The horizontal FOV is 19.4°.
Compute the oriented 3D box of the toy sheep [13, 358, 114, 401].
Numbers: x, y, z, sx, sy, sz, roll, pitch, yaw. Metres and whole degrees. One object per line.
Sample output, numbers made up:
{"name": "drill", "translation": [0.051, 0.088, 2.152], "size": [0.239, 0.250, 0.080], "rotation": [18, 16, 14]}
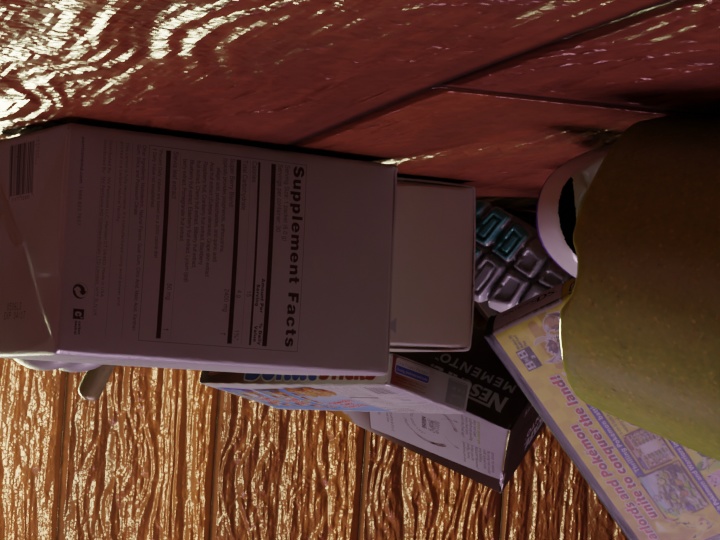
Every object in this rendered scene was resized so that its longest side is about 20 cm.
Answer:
{"name": "toy sheep", "translation": [-0.177, 0.002, 1.265], "size": [0.137, 0.139, 0.199], "rotation": [0, 168, 42]}

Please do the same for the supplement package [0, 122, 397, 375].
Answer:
{"name": "supplement package", "translation": [-0.095, -0.006, 1.148], "size": [0.199, 0.121, 0.121], "rotation": [6, 174, -32]}

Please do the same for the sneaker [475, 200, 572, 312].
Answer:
{"name": "sneaker", "translation": [0.147, 0.023, 1.351], "size": [0.200, 0.078, 0.091], "rotation": [45, -154, 17]}

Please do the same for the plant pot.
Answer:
{"name": "plant pot", "translation": [0.190, 0.016, 0.878], "size": [0.183, 0.202, 0.200], "rotation": [14, -178, 28]}

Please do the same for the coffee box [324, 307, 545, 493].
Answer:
{"name": "coffee box", "translation": [0.039, 0.058, 1.487], "size": [0.199, 0.115, 0.080], "rotation": [24, 143, 18]}

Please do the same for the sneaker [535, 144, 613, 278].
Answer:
{"name": "sneaker", "translation": [0.128, -0.017, 1.079], "size": [0.199, 0.081, 0.146], "rotation": [-1, 176, -39]}

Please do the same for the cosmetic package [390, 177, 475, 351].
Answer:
{"name": "cosmetic package", "translation": [0.000, 0.000, 1.321], "size": [0.071, 0.106, 0.200], "rotation": [3, 178, -22]}

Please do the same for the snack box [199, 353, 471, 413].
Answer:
{"name": "snack box", "translation": [-0.020, 0.075, 1.394], "size": [0.072, 0.024, 0.199], "rotation": [21, 165, -38]}

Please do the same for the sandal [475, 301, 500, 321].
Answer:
{"name": "sandal", "translation": [0.138, 0.043, 1.414], "size": [0.080, 0.200, 0.054], "rotation": [-33, 177, -36]}

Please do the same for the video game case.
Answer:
{"name": "video game case", "translation": [0.202, 0.072, 1.271], "size": [0.180, 0.200, 0.026], "rotation": [-27, -158, 25]}
